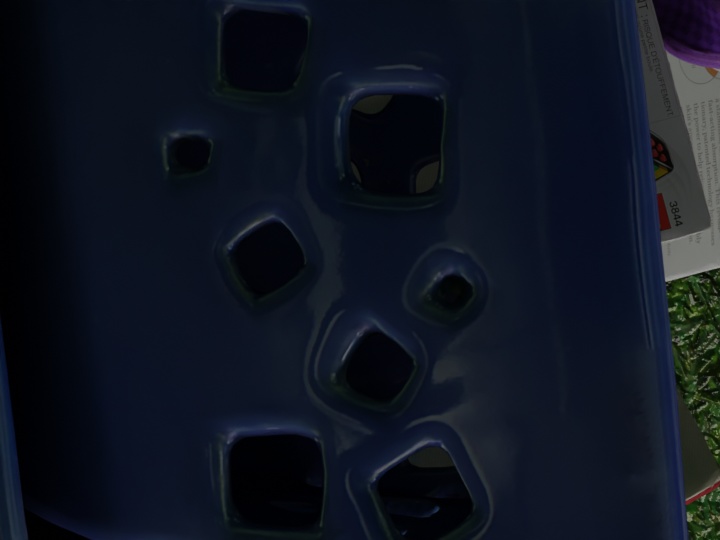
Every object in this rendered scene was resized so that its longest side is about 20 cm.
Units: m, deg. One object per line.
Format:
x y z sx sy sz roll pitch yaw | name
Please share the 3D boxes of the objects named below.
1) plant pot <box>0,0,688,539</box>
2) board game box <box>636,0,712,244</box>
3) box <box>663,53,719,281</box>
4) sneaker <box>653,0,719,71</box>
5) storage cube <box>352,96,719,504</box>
-0.019 -0.017 0.703 0.179 0.201 0.200 -8 180 4 | plant pot
0.065 -0.063 1.005 0.035 0.127 0.200 -14 179 -9 | board game box
0.168 -0.075 1.362 0.200 0.125 0.097 -13 -168 -37 | box
0.140 -0.116 0.924 0.088 0.081 0.200 -6 170 -29 | sneaker
-0.031 0.047 0.913 0.200 0.171 0.180 -22 175 -43 | storage cube
